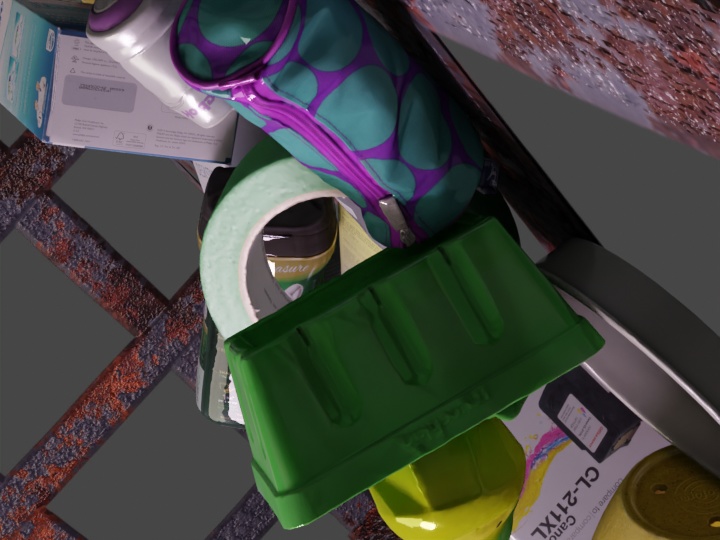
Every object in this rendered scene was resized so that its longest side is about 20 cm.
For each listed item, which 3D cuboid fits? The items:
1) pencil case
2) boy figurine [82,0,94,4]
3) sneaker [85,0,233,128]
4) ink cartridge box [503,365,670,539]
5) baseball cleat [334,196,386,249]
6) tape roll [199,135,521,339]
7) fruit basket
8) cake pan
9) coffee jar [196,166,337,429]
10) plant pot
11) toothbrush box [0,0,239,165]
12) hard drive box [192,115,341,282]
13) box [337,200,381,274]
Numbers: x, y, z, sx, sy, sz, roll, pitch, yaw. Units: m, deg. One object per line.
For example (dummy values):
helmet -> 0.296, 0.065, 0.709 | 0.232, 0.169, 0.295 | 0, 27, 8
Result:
pencil case -> -0.011, -0.086, 0.846 | 0.200, 0.084, 0.093 | 37, -136, -49
boy figurine -> -0.228, -0.269, 1.282 | 0.124, 0.065, 0.200 | 38, 173, 44
sneaker -> -0.098, -0.137, 0.910 | 0.100, 0.075, 0.200 | 47, -160, -20
ink cartridge box -> 0.133, 0.125, 1.236 | 0.200, 0.146, 0.083 | 43, 173, -5
baseball cleat -> -0.015, -0.087, 1.061 | 0.201, 0.070, 0.106 | 56, 157, -19
tape roll -> 0.000, 0.000, 1.025 | 0.200, 0.200, 0.048 | 45, -146, -18
fruit basket -> 0.039, 0.091, 0.927 | 0.216, 0.216, 0.155 | 44, 175, -11
cake pan -> 0.173, 0.053, 0.949 | 0.200, 0.037, 0.200 | 43, 175, 5
coffee jar -> -0.071, 0.019, 1.224 | 0.086, 0.103, 0.202 | -86, 1, -56
plant pot -> 0.221, 0.193, 1.034 | 0.200, 0.199, 0.143 | 36, 145, 54
toothbrush box -> -0.188, -0.148, 1.235 | 0.145, 0.086, 0.200 | 5, -167, -25
hard drive box -> -0.077, -0.055, 1.357 | 0.156, 0.076, 0.202 | -154, 45, -72
box -> 0.024, 0.004, 1.234 | 0.075, 0.050, 0.201 | 39, 150, 31
